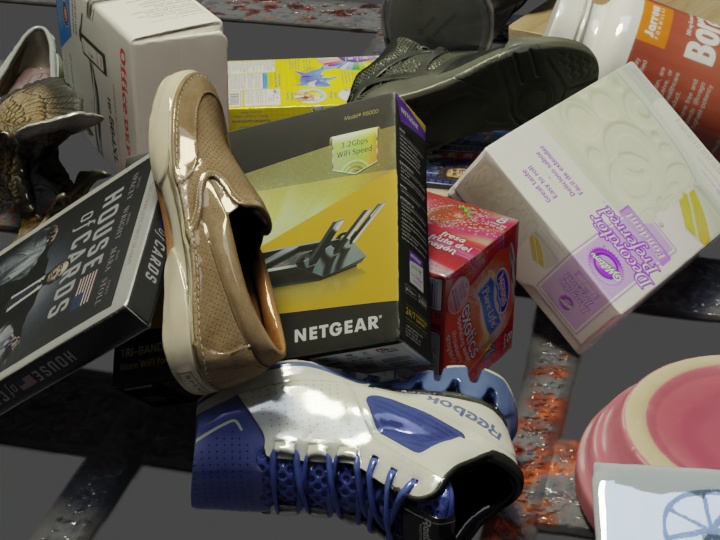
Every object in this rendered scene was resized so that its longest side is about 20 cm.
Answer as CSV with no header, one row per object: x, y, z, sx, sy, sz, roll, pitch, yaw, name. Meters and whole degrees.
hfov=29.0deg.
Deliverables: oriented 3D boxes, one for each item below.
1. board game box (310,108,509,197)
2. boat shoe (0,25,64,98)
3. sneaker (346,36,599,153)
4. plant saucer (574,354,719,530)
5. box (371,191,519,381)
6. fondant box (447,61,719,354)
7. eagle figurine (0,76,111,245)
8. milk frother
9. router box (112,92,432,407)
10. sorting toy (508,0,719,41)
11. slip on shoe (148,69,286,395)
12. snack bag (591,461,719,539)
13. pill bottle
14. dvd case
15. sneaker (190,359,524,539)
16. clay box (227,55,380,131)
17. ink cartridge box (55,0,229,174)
0.047,-0.076,1.110,0.197,0.062,0.201,4,30,10,board game box
-0.303,-0.149,1.238,0.073,0.066,0.203,1,33,4,boat shoe
0.080,-0.148,1.079,0.197,0.077,0.115,-18,34,-1,sneaker
0.223,0.109,0.797,0.197,0.051,0.201,0,29,0,plant saucer
0.000,0.000,0.940,0.198,0.101,0.095,19,34,31,box
0.176,-0.050,0.994,0.199,0.058,0.145,-32,79,-41,fondant box
-0.277,-0.093,1.066,0.151,0.152,0.200,-40,65,-7,eagle figurine
0.092,-0.325,1.381,0.200,0.180,0.188,45,34,-7,milk frother
-0.055,-0.010,0.862,0.197,0.052,0.160,-11,66,23,router box
0.271,-0.212,1.332,0.197,0.070,0.200,18,35,29,sorting toy
-0.079,-0.029,0.801,0.060,0.076,0.202,-16,58,20,slip on shoe
0.204,0.181,0.660,0.186,0.022,0.202,3,49,5,snack bag
0.245,-0.160,1.150,0.197,0.113,0.113,20,31,1,pill bottle
-0.190,0.017,0.850,0.199,0.025,0.151,-30,34,28,dvd case
0.005,0.110,0.769,0.196,0.082,0.116,-4,28,-9,sneaker
-0.023,-0.151,1.256,0.197,0.048,0.115,-1,30,-3,clay box
-0.187,-0.166,1.184,0.083,0.148,0.200,-14,32,-24,ink cartridge box
